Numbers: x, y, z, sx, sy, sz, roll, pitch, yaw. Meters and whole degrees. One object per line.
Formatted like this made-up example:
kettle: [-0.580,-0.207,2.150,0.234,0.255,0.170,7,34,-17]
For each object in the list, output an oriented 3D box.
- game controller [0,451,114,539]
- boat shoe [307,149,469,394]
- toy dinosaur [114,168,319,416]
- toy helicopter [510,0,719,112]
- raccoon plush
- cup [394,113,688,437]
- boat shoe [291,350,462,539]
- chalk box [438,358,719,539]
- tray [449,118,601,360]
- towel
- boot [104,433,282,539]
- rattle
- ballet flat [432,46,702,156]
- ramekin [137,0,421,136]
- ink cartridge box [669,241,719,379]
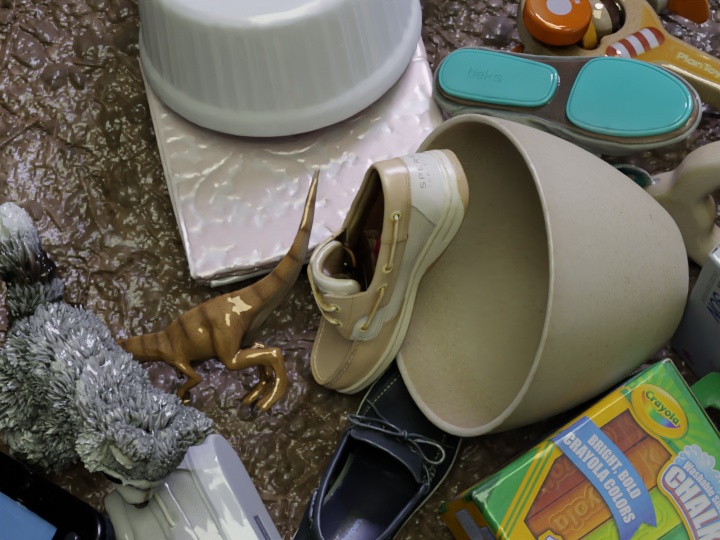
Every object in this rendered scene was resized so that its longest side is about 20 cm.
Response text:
game controller: [-0.222,0.176,1.380,0.199,0.042,0.105,19,71,53]
boat shoe: [0.000,0.000,1.428,0.069,0.201,0.074,2,42,-29]
toy dinosaur: [-0.082,0.036,1.449,0.199,0.060,0.107,-31,104,16]
toy helicopter: [0.205,-0.156,1.538,0.199,0.079,0.133,26,53,9]
raccoon plush: [-0.178,0.055,1.391,0.097,0.134,0.201,-38,108,-33]
cup: [0.124,0.003,1.422,0.142,0.200,0.202,0,68,-29]
boat shoe: [0.018,0.123,1.439,0.074,0.062,0.201,31,57,5]
chalk box: [0.170,0.142,1.406,0.199,0.124,0.125,-34,86,-12]
tray: [0.087,-0.038,1.531,0.107,0.022,0.201,26,72,7]
towel: [-0.040,-0.093,1.529,0.198,0.032,0.192,-13,64,-4]
boot: [-0.089,0.212,1.424,0.095,0.074,0.201,-30,78,11]
rattle: [0.243,-0.075,1.512,0.198,0.130,0.144,9,65,20]
ballet flat: [0.142,-0.109,1.481,0.199,0.064,0.068,13,66,30]
ramekin: [-0.060,-0.196,1.508,0.199,0.098,0.202,-4,50,4]
ink cartridge box: [0.282,0.083,1.400,0.043,0.197,0.200,-35,74,-11]
